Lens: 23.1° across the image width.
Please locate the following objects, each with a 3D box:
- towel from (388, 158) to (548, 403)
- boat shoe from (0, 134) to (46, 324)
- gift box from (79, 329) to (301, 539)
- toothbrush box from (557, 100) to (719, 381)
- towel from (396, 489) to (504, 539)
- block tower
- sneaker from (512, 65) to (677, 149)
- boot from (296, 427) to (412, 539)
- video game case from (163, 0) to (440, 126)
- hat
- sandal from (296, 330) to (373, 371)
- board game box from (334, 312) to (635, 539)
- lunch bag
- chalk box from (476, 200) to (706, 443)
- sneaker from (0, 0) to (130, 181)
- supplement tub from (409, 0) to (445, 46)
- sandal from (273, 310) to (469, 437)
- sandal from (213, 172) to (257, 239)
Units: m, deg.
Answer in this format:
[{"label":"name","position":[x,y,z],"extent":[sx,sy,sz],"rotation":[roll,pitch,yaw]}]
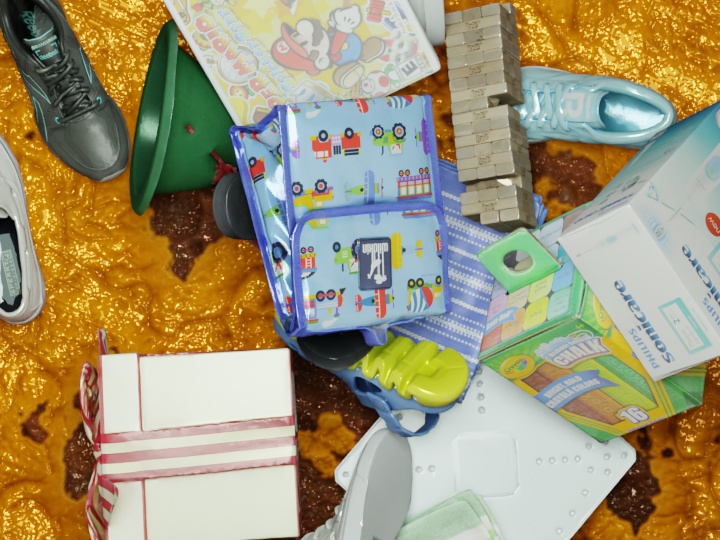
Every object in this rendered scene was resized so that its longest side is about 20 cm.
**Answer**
[{"label":"towel","position":[0.067,0.003,1.580],"extent":[0.144,0.024,0.201],"rotation":[22,84,16]},{"label":"boat shoe","position":[-0.334,-0.049,1.569],"extent":[0.071,0.066,0.201],"rotation":[-14,87,-2]},{"label":"gift box","position":[-0.146,0.142,1.500],"extent":[0.185,0.200,0.186],"rotation":[-4,81,0]},{"label":"toothbrush box","position":[0.272,-0.028,1.453],"extent":[0.147,0.085,0.200],"rotation":[55,46,-7]},{"label":"towel","position":[0.085,0.310,1.557],"extent":[0.152,0.023,0.201],"rotation":[-30,93,12]},{"label":"block tower","position":[0.114,-0.137,1.549],"extent":[0.054,0.058,0.202],"rotation":[-8,80,21]},{"label":"sneaker","position":[0.188,-0.151,1.581],"extent":[0.198,0.082,0.075],"rotation":[2,85,0]},{"label":"boot","position":[-0.021,0.230,1.532],"extent":[0.095,0.074,0.201],"rotation":[-5,57,36]},{"label":"video game case","position":[-0.054,-0.213,1.474],"extent":[0.181,0.023,0.201],"rotation":[-25,122,9]},{"label":"hat","position":[-0.105,-0.112,1.557],"extent":[0.175,0.201,0.166],"rotation":[9,48,-15]},{"label":"sandal","position":[0.000,0.000,1.522],"extent":[0.076,0.043,0.201],"rotation":[16,55,18]},{"label":"board game box","position":[0.112,0.175,1.586],"extent":[0.200,0.026,0.200],"rotation":[41,86,2]},{"label":"lunch bag","position":[-0.009,-0.035,1.458],"extent":[0.150,0.094,0.202],"rotation":[-8,86,-32]},{"label":"chalk box","position":[0.187,0.035,1.494],"extent":[0.199,0.124,0.124],"rotation":[33,52,-25]},{"label":"sneaker","position":[-0.273,-0.170,1.573],"extent":[0.075,0.079,0.201],"rotation":[-30,89,-3]},{"label":"supplement tub","position":[-0.033,-0.247,1.552],"extent":[0.198,0.140,0.141],"rotation":[-9,86,-2]},{"label":"sandal","position":[0.003,0.084,1.539],"extent":[0.199,0.087,0.079],"rotation":[31,51,28]},{"label":"sandal","position":[-0.039,-0.066,1.533],"extent":[0.199,0.043,0.077],"rotation":[-23,107,-42]}]
